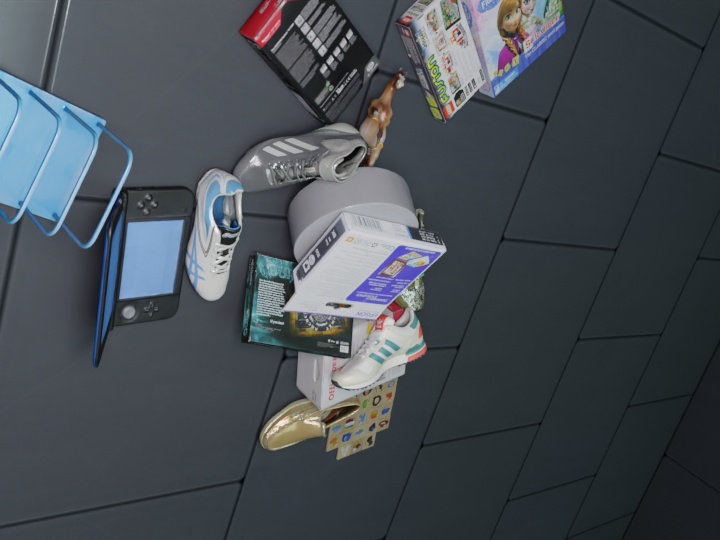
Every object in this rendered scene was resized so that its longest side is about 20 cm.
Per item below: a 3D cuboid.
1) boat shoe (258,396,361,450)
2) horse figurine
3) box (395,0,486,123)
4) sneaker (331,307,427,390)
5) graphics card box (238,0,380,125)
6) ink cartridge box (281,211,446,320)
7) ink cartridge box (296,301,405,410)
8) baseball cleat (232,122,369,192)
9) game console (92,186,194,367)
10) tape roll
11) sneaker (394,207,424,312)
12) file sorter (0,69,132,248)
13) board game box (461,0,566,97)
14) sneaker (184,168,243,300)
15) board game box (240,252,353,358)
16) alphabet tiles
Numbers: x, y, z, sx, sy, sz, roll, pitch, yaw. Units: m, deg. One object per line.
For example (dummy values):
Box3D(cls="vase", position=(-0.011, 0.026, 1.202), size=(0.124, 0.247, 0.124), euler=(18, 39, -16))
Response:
Box3D(cls="boat shoe", position=(-0.087, 0.272, 1.455), size=(0.198, 0.076, 0.073), euler=(-30, 135, -22))
Box3D(cls="horse figurine", position=(0.019, -0.199, 1.240), size=(0.049, 0.134, 0.203), euler=(15, 129, -4))
Box3D(cls="box", position=(0.134, -0.351, 1.301), size=(0.110, 0.035, 0.201), euler=(-45, 138, -13))
Box3D(cls="sneaker", position=(0.025, 0.127, 1.367), size=(0.197, 0.070, 0.095), euler=(-23, 109, -30))
Box3D(cls="graphics card box", position=(-0.066, -0.310, 1.121), size=(0.126, 0.051, 0.200), euler=(-53, 139, -3))
Box3D(cls="ink cartridge box", position=(0.000, 0.000, 1.243), size=(0.195, 0.044, 0.200), euler=(8, 138, -39))
Box3D(cls="ink cartridge box", position=(-0.011, 0.138, 1.437), size=(0.197, 0.085, 0.151), euler=(-16, 124, -35))
Box3D(cls="baseball cleat", position=(-0.082, -0.152, 1.134), size=(0.197, 0.107, 0.071), euler=(-25, 128, -9))
Box3D(cls="game console", position=(-0.285, 0.005, 1.062), size=(0.168, 0.118, 0.204), euler=(-7, 120, -41))
Box3D(cls="tape roll", position=(-0.012, -0.073, 1.237), size=(0.195, 0.067, 0.201), euler=(-11, 153, -5))
Box3D(cls="sneaker", position=(0.088, -0.022, 1.391), size=(0.076, 0.088, 0.205), euler=(-17, 105, -29))
Box3D(cls="file sorter", position=(-0.374, -0.127, 0.886), size=(0.198, 0.122, 0.141), euler=(23, 99, -48))
Box3D(cls="board game box", position=(0.260, -0.436, 1.364), size=(0.200, 0.041, 0.201), euler=(-43, 138, -15))
Box3D(cls="sneaker", position=(-0.204, -0.042, 1.146), size=(0.071, 0.072, 0.204), euler=(-15, 126, -39))
Box3D(cls="board game box", position=(-0.093, 0.059, 1.278), size=(0.197, 0.028, 0.139), euler=(14, 74, -37))
Box3D(cls="alphabet tiles", position=(0.004, 0.282, 1.607), size=(0.164, 0.006, 0.204), euler=(-13, 123, -39))
